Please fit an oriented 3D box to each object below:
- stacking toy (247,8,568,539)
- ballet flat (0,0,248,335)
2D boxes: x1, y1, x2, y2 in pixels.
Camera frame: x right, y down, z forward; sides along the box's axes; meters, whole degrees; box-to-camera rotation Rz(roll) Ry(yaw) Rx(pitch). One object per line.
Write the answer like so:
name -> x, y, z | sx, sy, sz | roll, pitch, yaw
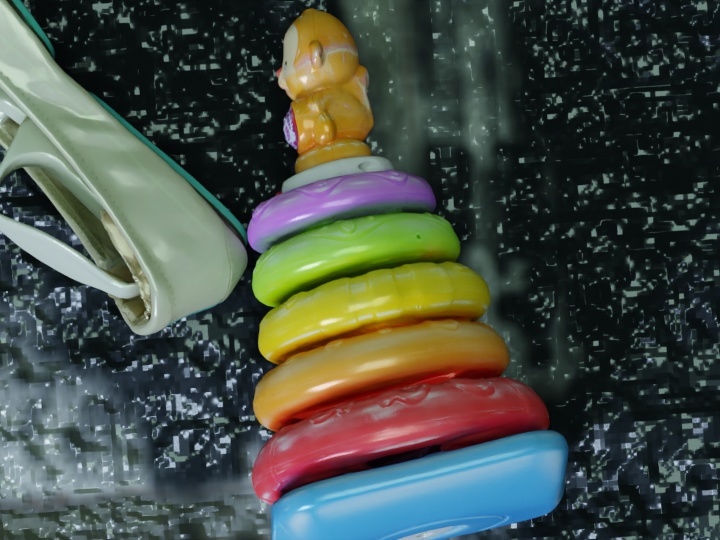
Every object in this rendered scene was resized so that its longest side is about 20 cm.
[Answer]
stacking toy -> 0.000, 0.000, 1.060 | 0.110, 0.116, 0.200 | -13, 79, -1
ballet flat -> -0.126, -0.055, 1.066 | 0.200, 0.069, 0.069 | 45, 91, 1
